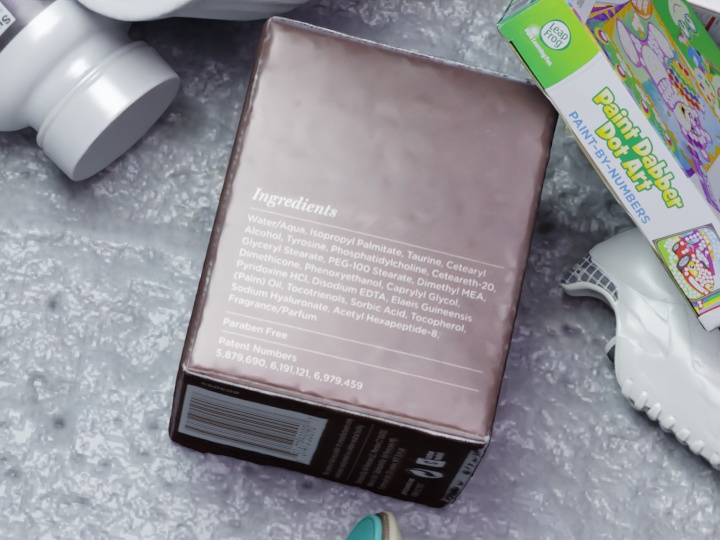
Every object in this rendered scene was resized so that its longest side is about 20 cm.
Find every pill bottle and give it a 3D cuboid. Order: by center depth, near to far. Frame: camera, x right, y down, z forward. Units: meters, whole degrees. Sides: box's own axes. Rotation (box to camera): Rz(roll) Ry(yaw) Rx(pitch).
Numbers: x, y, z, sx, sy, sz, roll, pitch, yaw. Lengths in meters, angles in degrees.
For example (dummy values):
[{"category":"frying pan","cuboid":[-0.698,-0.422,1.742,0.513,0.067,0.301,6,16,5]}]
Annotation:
[{"category":"pill bottle","cuboid":[-0.195,-0.148,1.652,0.111,0.111,0.200,-42,83,-16]}]

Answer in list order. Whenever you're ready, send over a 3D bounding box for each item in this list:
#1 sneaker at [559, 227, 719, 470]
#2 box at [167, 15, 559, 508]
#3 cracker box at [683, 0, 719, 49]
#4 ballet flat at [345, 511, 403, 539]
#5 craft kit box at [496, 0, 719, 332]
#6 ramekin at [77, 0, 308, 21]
[{"category":"sneaker","cuboid":[0.189,0.067,1.666,0.080,0.076,0.200,-29,75,-2]},{"category":"box","cuboid":[0.000,0.000,1.605,0.164,0.166,0.201,14,74,-2]},{"category":"cracker box","cuboid":[0.193,-0.208,1.744,0.199,0.058,0.134,18,73,-2]},{"category":"ballet flat","cuboid":[-0.004,0.229,1.600,0.069,0.069,0.201,22,75,0]},{"category":"craft kit box","cuboid":[0.159,-0.090,1.615,0.048,0.200,0.198,-28,104,22]},{"category":"ramekin","cuboid":[-0.078,-0.225,1.580,0.098,0.200,0.201,5,69,-44]}]
